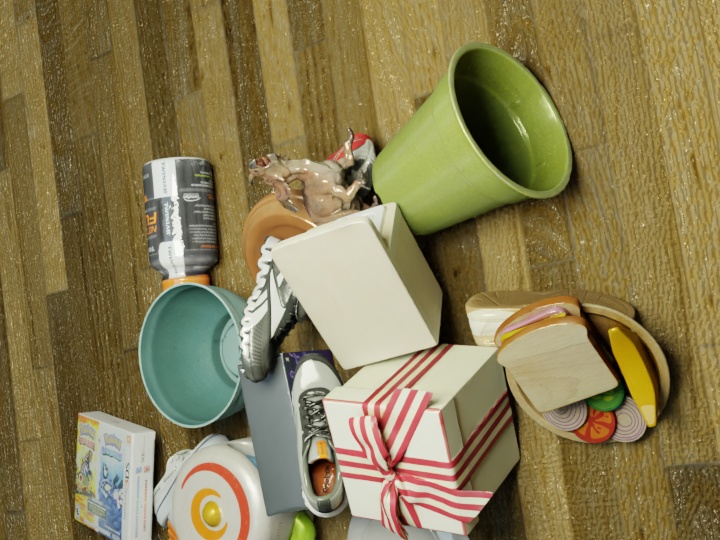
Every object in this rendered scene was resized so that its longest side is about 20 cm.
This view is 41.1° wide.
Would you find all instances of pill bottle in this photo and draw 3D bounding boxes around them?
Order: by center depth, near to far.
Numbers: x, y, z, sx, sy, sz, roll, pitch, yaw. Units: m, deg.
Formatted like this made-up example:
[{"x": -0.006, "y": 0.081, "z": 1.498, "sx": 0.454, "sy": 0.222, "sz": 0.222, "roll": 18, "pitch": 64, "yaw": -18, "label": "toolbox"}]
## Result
[{"x": -0.270, "y": -0.064, "z": 1.453, "sx": 0.106, "sy": 0.106, "sz": 0.202, "roll": -8, "pitch": 85, "yaw": 34, "label": "pill bottle"}]

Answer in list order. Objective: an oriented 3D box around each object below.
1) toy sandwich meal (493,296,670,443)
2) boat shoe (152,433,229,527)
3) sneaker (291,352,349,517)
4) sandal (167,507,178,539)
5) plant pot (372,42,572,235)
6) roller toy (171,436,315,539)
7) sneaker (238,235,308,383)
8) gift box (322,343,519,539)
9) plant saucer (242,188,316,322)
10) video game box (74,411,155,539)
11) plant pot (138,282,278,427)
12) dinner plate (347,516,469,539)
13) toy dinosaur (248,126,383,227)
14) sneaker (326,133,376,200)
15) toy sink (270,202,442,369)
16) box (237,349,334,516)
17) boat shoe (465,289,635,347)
[{"x": 0.245, "y": 0.121, "z": 1.071, "sx": 0.204, "sy": 0.070, "sz": 0.206, "roll": 10, "pitch": 120, "yaw": 18, "label": "toy sandwich meal"}, {"x": -0.271, "y": 0.309, "z": 1.470, "sx": 0.067, "sy": 0.073, "sz": 0.200, "roll": 49, "pitch": 116, "yaw": 26, "label": "boat shoe"}, {"x": -0.046, "y": 0.198, "z": 1.180, "sx": 0.073, "sy": 0.079, "sz": 0.202, "roll": -8, "pitch": 72, "yaw": 0, "label": "sneaker"}, {"x": -0.256, "y": 0.440, "z": 1.475, "sx": 0.079, "sy": 0.059, "sz": 0.208, "roll": 41, "pitch": 135, "yaw": 50, "label": "sandal"}, {"x": 0.117, "y": -0.135, "z": 1.154, "sx": 0.190, "sy": 0.199, "sz": 0.201, "roll": -34, "pitch": 71, "yaw": 43, "label": "plant pot"}, {"x": -0.172, "y": 0.334, "z": 1.362, "sx": 0.199, "sy": 0.139, "sz": 0.184, "roll": -23, "pitch": 77, "yaw": 33, "label": "roller toy"}, {"x": -0.098, "y": 0.048, "z": 1.230, "sx": 0.090, "sy": 0.067, "sz": 0.201, "roll": 4, "pitch": 64, "yaw": 15, "label": "sneaker"}, {"x": 0.081, "y": 0.190, "z": 1.130, "sx": 0.199, "sy": 0.187, "sz": 0.186, "roll": -6, "pitch": 109, "yaw": 38, "label": "gift box"}, {"x": -0.082, "y": -0.012, "z": 1.313, "sx": 0.199, "sy": 0.037, "sz": 0.201, "roll": 14, "pitch": 122, "yaw": 24, "label": "plant saucer"}, {"x": -0.399, "y": 0.334, "z": 1.551, "sx": 0.199, "sy": 0.047, "sz": 0.184, "roll": 3, "pitch": 90, "yaw": 49, "label": "video game box"}, {"x": -0.203, "y": 0.117, "z": 1.388, "sx": 0.199, "sy": 0.134, "sz": 0.202, "roll": 0, "pitch": 90, "yaw": 34, "label": "plant pot"}, {"x": 0.058, "y": 0.382, "z": 1.274, "sx": 0.199, "sy": 0.024, "sz": 0.202, "roll": 1, "pitch": 91, "yaw": 34, "label": "dinner plate"}, {"x": -0.045, "y": -0.086, "z": 1.210, "sx": 0.135, "sy": 0.086, "sz": 0.201, "roll": -25, "pitch": 113, "yaw": 14, "label": "toy dinosaur"}, {"x": -0.036, "y": -0.110, "z": 1.320, "sx": 0.200, "sy": 0.077, "sz": 0.085, "roll": -43, "pitch": 29, "yaw": 39, "label": "sneaker"}, {"x": 0.000, "y": 0.000, "z": 1.150, "sx": 0.130, "sy": 0.112, "sz": 0.201, "roll": -18, "pitch": 124, "yaw": 22, "label": "toy sink"}, {"x": -0.081, "y": 0.214, "z": 1.296, "sx": 0.078, "sy": 0.141, "sz": 0.201, "roll": -17, "pitch": 81, "yaw": 27, "label": "box"}, {"x": 0.225, "y": 0.066, "z": 1.138, "sx": 0.199, "sy": 0.074, "sz": 0.070, "roll": 3, "pitch": 115, "yaw": 27, "label": "boat shoe"}]
